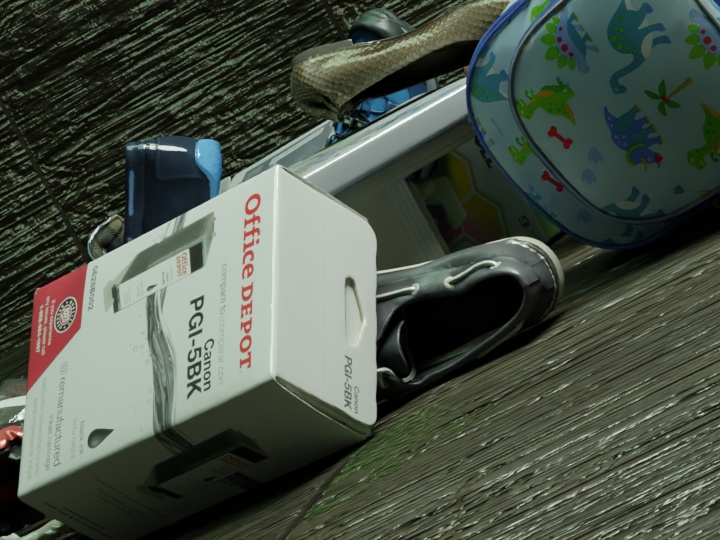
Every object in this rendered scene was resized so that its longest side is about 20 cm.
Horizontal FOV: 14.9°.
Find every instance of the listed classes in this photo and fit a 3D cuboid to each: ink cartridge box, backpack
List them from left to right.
[{"bbox_3d":[-0.092,0.050,1.548,0.199,0.083,0.148,-26,48,33],"label":"ink cartridge box"},{"bbox_3d":[0.093,-0.063,1.915,0.059,0.104,0.200,-33,7,-40],"label":"ink cartridge box"},{"bbox_3d":[0.162,-0.111,1.587,0.200,0.183,0.147,-39,2,33],"label":"backpack"}]

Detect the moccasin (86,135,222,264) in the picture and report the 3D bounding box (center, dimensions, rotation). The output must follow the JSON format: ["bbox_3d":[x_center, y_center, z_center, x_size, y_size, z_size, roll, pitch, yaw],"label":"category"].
[{"bbox_3d":[-0.137,-0.014,1.706,0.081,0.068,0.201,-94,18,-48],"label":"moccasin"}]

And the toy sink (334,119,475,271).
[{"bbox_3d":[0.000,0.000,1.763,0.199,0.112,0.130,-30,6,-8],"label":"toy sink"}]

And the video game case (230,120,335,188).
[{"bbox_3d":[-0.076,-0.022,2.018,0.200,0.023,0.182,-26,34,56],"label":"video game case"}]

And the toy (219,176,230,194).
[{"bbox_3d":[-0.116,0.041,1.922,0.047,0.201,0.115,14,-10,-19],"label":"toy"}]

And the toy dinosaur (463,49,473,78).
[{"bbox_3d":[0.155,-0.084,1.785,0.135,0.086,0.201,-36,48,16],"label":"toy dinosaur"}]

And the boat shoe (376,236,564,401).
[{"bbox_3d":[0.017,0.035,1.552,0.199,0.073,0.063,-23,4,17],"label":"boat shoe"}]

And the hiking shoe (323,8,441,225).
[{"bbox_3d":[0.008,-0.076,1.881,0.086,0.201,0.074,-18,23,-40],"label":"hiking shoe"}]

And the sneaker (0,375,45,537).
[{"bbox_3d":[-0.175,0.096,1.701,0.200,0.071,0.098,-19,32,-27],"label":"sneaker"}]

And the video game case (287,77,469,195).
[{"bbox_3d":[-0.015,-0.067,1.743,0.199,0.022,0.182,-31,5,-16],"label":"video game case"}]

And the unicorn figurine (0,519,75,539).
[{"bbox_3d":[-0.224,0.142,1.803,0.137,0.074,0.200,-21,6,33],"label":"unicorn figurine"}]

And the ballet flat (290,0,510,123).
[{"bbox_3d":[0.047,-0.137,1.786,0.199,0.047,0.067,-14,-20,17],"label":"ballet flat"}]
